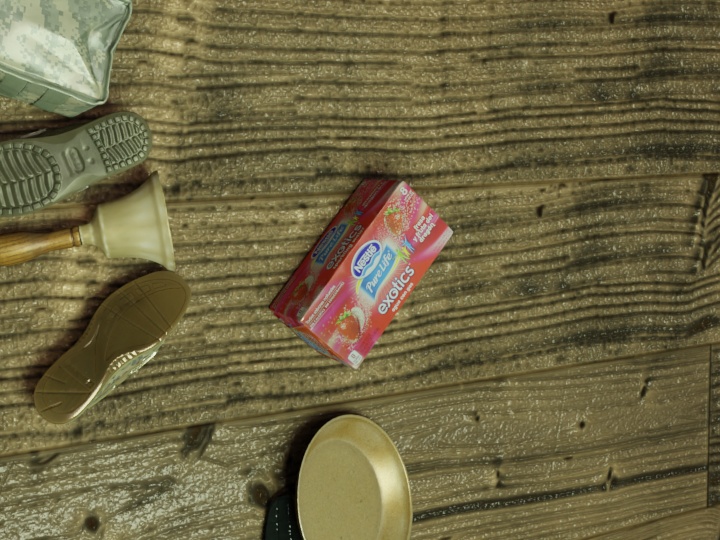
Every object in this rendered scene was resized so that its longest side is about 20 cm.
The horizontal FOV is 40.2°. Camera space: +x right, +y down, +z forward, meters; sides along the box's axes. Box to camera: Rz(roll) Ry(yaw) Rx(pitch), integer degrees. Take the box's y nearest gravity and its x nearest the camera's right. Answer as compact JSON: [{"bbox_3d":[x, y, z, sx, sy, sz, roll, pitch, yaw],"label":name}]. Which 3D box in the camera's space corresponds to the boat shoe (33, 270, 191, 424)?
[{"bbox_3d":[-0.260,0.079,1.035,0.073,0.063,0.200,45,71,3],"label":"boat shoe"}]

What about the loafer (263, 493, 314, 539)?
[{"bbox_3d":[-0.063,0.358,1.169,0.072,0.072,0.203,-20,100,-64],"label":"loafer"}]

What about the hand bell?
[{"bbox_3d":[-0.295,-0.035,0.997,0.197,0.104,0.106,-10,101,-13],"label":"hand bell"}]

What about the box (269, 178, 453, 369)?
[{"bbox_3d":[0.000,0.000,1.131,0.095,0.099,0.201,42,77,-24],"label":"box"}]

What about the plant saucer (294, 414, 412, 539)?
[{"bbox_3d":[-0.014,0.272,1.156,0.199,0.035,0.203,20,63,-44],"label":"plant saucer"}]

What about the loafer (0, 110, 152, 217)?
[{"bbox_3d":[-0.304,-0.105,0.984,0.198,0.067,0.077,-16,100,-9],"label":"loafer"}]

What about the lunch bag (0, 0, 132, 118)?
[{"bbox_3d":[-0.330,-0.221,0.899,0.198,0.164,0.119,18,84,-27],"label":"lunch bag"}]
